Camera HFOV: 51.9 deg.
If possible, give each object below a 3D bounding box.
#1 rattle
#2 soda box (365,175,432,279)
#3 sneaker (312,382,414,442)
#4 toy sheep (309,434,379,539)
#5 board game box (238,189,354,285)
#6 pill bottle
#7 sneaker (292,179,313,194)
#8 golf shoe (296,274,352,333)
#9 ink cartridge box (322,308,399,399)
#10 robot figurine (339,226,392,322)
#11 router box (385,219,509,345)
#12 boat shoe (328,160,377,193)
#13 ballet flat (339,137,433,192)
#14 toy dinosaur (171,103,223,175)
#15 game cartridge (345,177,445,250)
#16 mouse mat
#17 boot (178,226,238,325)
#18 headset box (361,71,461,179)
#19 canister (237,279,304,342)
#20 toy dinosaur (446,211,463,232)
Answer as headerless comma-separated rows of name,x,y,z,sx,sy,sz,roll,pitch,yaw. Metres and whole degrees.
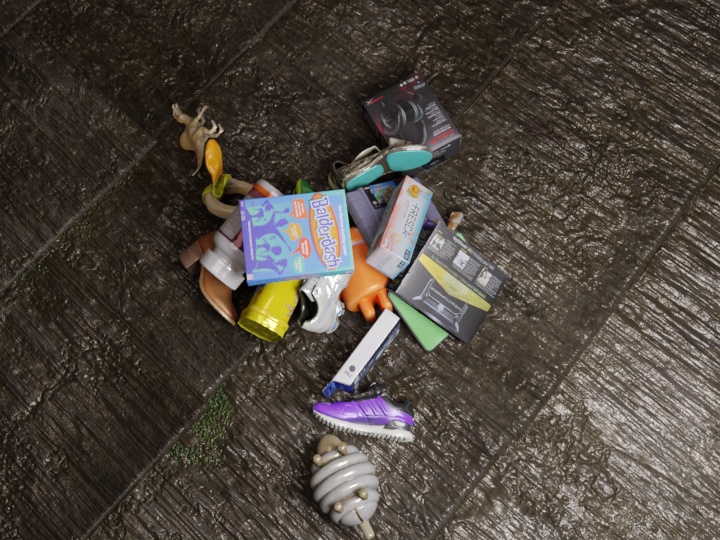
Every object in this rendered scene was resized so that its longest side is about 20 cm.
rattle,-0.228,-0.165,1.519,0.199,0.129,0.145,32,115,28
soda box,0.076,-0.085,1.413,0.068,0.064,0.202,31,50,-11
sneaker,0.009,0.261,1.414,0.197,0.070,0.101,12,71,-1
toy sheep,-0.027,0.390,1.338,0.136,0.138,0.202,-22,63,-3
board game box,-0.117,-0.061,1.359,0.197,0.045,0.155,-7,79,-6
pill bottle,-0.216,-0.068,1.439,0.109,0.110,0.201,38,86,15
sneaker,-0.094,-0.122,1.519,0.082,0.075,0.201,7,29,-25
golf shoe,-0.071,0.020,1.396,0.077,0.097,0.204,10,95,38
ink cartridge box,0.005,0.172,1.425,0.039,0.100,0.201,36,79,13
robot figurine,-0.002,0.001,1.472,0.143,0.116,0.202,-36,68,34
router box,0.169,0.023,1.421,0.199,0.052,0.158,36,85,-23
boat shoe,0.010,-0.157,1.549,0.199,0.065,0.074,35,76,13
ballet flat,0.046,-0.227,1.499,0.197,0.068,0.076,-22,56,6
toy dinosaur,-0.355,-0.296,1.636,0.100,0.058,0.202,-30,64,10
game cartridge,0.070,-0.120,1.496,0.198,0.038,0.131,-17,75,-38
mouse mat,0.163,0.042,1.454,0.199,0.008,0.162,-41,111,-12
boot,-0.264,0.000,1.522,0.154,0.077,0.201,-34,66,-11
headset box,0.113,-0.299,1.583,0.147,0.077,0.202,-27,71,-5
canister,-0.155,0.029,1.459,0.086,0.148,0.202,29,73,-12
toy dinosaur,0.160,-0.024,1.511,0.106,0.060,0.201,36,86,26
